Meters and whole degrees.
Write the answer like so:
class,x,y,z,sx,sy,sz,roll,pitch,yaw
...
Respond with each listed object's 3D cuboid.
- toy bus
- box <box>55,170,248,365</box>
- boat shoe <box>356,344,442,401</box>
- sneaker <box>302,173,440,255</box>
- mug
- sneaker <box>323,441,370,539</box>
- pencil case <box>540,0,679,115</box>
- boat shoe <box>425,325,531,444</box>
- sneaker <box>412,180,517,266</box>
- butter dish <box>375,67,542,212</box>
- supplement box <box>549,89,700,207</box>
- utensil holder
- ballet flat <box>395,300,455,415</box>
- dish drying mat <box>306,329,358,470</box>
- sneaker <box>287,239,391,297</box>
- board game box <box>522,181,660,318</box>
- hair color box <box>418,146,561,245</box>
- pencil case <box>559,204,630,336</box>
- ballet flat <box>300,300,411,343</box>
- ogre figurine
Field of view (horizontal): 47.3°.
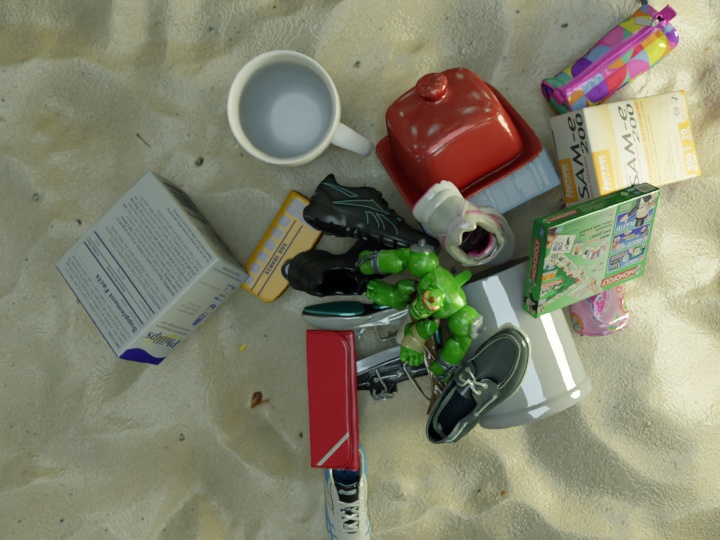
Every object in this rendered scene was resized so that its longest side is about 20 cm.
class,x,y,z,sx,sy,sz,roll,pitch,yaw
toy bus,-0.097,-0.048,1.216,0.078,0.065,0.201,32,95,2
box,-0.298,0.000,1.182,0.200,0.105,0.184,-43,69,4
boat shoe,0.034,0.158,1.220,0.198,0.074,0.069,-20,78,-5
sneaker,0.021,-0.073,1.134,0.198,0.075,0.080,21,74,7
mug,-0.075,-0.207,1.148,0.199,0.175,0.149,23,95,0
sneaker,-0.021,0.345,1.236,0.071,0.072,0.202,-5,95,1
pencil case,0.354,-0.294,1.170,0.200,0.088,0.089,-39,91,5
boat shoe,0.151,0.156,1.077,0.073,0.062,0.201,45,121,20
sneaker,0.151,-0.039,1.079,0.081,0.199,0.088,-48,50,18
butter dish,0.114,-0.203,1.117,0.199,0.148,0.200,-29,48,2
supplement box,0.368,-0.169,1.138,0.199,0.073,0.127,-15,94,-27
utensil holder,0.212,0.097,1.162,0.169,0.170,0.202,-21,90,4
ballet flat,0.092,0.115,1.170,0.072,0.068,0.202,-16,92,9
dish drying mat,-0.041,0.186,1.185,0.076,0.018,0.202,0,95,22
sneaker,0.000,0.000,1.178,0.199,0.091,0.077,-19,117,-22
board game box,0.303,-0.028,1.077,0.199,0.029,0.136,-18,127,-27
hair color box,0.178,-0.104,1.182,0.199,0.099,0.061,-26,94,4
pencil case,0.340,-0.004,1.192,0.087,0.087,0.202,-9,94,3
ballet flat,0.012,0.076,1.222,0.198,0.069,0.070,-7,94,0
ogre figurine,0.084,0.041,1.082,0.120,0.098,0.201,-39,66,43
